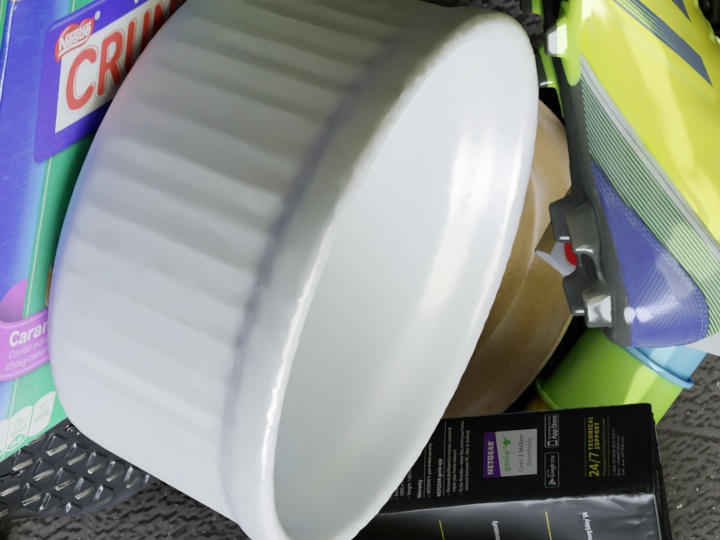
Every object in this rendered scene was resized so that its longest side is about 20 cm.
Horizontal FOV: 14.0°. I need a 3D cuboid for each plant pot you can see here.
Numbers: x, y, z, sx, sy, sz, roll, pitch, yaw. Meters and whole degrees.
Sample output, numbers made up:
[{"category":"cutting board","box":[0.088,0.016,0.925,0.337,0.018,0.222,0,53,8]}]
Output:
[{"category":"plant pot","box":[0.000,0.000,1.182,0.199,0.027,0.201,-13,125,-20]}]

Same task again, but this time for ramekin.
[{"category":"ramekin","box":[-0.024,-0.009,1.015,0.201,0.097,0.201,-55,158,-35]}]

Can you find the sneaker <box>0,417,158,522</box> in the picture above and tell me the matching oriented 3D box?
[{"category":"sneaker","box":[-0.149,0.050,1.102,0.199,0.083,0.072,-13,142,-31]}]

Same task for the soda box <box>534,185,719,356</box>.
[{"category":"soda box","box":[0.168,-0.001,1.177,0.200,0.064,0.068,15,109,-41]}]

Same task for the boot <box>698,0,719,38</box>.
[{"category":"boot","box":[0.209,-0.153,1.120,0.199,0.072,0.183,0,84,-35]}]

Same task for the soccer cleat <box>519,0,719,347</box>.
[{"category":"soccer cleat","box":[0.106,-0.072,1.052,0.083,0.065,0.201,-9,102,-7]}]

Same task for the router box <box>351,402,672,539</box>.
[{"category":"router box","box":[0.060,0.140,1.229,0.148,0.051,0.200,-4,138,8]}]

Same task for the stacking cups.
[{"category":"stacking cups","box":[0.134,0.021,1.242,0.060,0.061,0.200,31,103,-38]}]

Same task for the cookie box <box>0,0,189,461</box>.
[{"category":"cookie box","box":[-0.109,-0.050,1.011,0.171,0.075,0.201,-35,142,-53]}]
